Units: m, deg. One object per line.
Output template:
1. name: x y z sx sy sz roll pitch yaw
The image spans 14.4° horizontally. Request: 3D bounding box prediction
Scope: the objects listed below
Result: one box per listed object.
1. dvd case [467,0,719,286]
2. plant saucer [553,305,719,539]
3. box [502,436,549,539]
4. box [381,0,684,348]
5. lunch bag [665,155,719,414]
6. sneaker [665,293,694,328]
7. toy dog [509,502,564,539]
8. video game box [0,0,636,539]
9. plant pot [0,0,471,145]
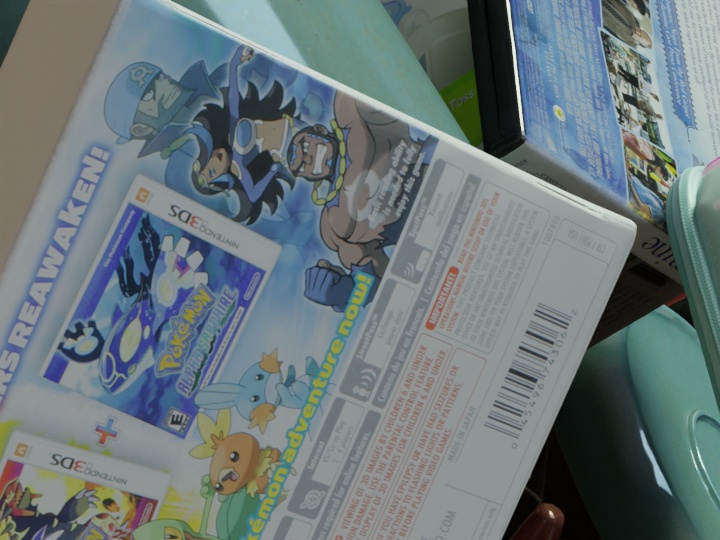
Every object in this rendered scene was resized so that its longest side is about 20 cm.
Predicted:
1. dvd case: 0.103 -0.055 0.929 0.200 0.018 0.143 30 42 -39
2. plant saucer: 0.132 0.086 1.074 0.200 0.027 0.201 47 23 -27
3. box: 0.000 0.000 1.038 0.160 0.044 0.200 39 25 -13
4. box: 0.057 -0.082 1.013 0.101 0.112 0.201 26 46 -37
5. lunch bag: 0.182 0.036 0.878 0.200 0.077 0.161 24 40 -45
6. sneaker: 0.186 0.039 1.205 0.200 0.074 0.087 43 55 -21
7. toy dog: 0.075 0.133 0.874 0.199 0.096 0.132 23 32 -40
8. video game box: -0.040 0.047 0.720 0.182 0.201 0.047 24 1 -42
9. plant pot: -0.069 -0.045 0.842 0.196 0.200 0.200 53 24 -1
